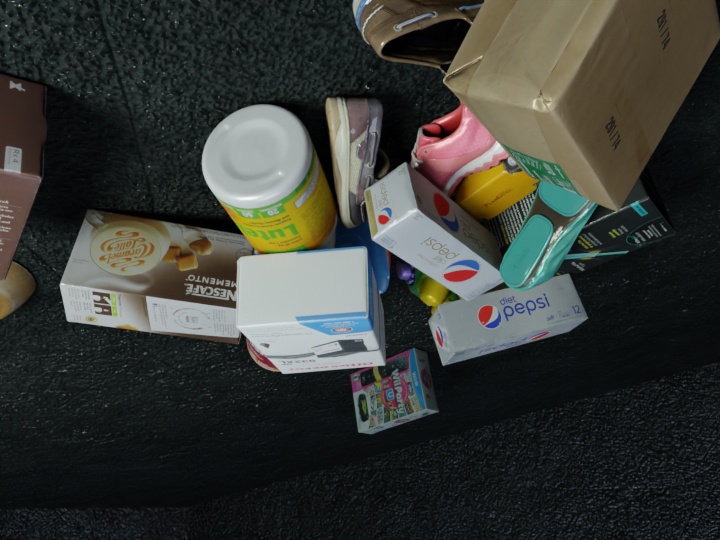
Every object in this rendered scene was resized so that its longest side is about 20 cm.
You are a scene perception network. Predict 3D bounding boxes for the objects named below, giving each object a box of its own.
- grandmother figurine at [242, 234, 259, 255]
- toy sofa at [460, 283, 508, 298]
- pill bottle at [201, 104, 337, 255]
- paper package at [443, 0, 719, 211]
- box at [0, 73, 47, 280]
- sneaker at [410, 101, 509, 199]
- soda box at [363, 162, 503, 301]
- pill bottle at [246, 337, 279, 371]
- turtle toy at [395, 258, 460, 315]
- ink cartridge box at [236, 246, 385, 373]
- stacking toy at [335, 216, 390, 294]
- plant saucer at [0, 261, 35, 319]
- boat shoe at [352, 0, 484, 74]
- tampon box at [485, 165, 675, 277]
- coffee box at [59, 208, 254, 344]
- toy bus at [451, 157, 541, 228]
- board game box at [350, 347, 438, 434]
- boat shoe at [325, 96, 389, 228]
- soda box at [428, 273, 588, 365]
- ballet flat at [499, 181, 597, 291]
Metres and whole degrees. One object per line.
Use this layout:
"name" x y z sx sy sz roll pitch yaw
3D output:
"grandmother figurine" -0.184 -0.013 0.836 0.198 0.061 0.121 -24 161 30
"toy sofa" 0.217 0.038 1.086 0.096 0.084 0.201 -8 155 -4
"pill bottle" -0.086 -0.076 0.679 0.109 0.113 0.200 -13 155 4
"paper package" 0.185 -0.175 0.499 0.199 0.103 0.192 24 98 -52
"box" -0.348 -0.079 0.574 0.074 0.102 0.199 9 148 -37
"sneaker" 0.085 -0.131 0.712 0.086 0.075 0.200 23 136 -31
"soda box" 0.090 -0.037 0.707 0.063 0.069 0.199 -30 141 27
"pill bottle" -0.127 0.077 0.984 0.111 0.115 0.201 -6 154 -12
"turtle toy" 0.101 -0.025 0.862 0.100 0.147 0.200 22 169 27
"ink cartridge box" -0.049 0.055 0.736 0.143 0.085 0.200 -6 157 6
"stacking toy" 0.000 0.000 0.912 0.108 0.118 0.200 -12 167 8
"plant saucer" -0.532 0.031 0.802 0.197 0.036 0.201 -9 155 -4
"boat shoe" 0.093 -0.203 0.536 0.197 0.073 0.072 -6 154 -14
"tampon box" 0.271 -0.081 0.806 0.198 0.128 0.149 -26 153 30
"coffee box" -0.231 0.009 0.733 0.197 0.116 0.080 10 141 -11
"toy bus" 0.166 -0.120 0.730 0.064 0.079 0.199 15 144 -35
"board game box" 0.077 0.289 1.476 0.198 0.150 0.064 -27 149 29
"boat shoe" 0.001 -0.114 0.689 0.064 0.073 0.201 -6 149 1
"soda box" 0.196 0.065 0.833 0.197 0.069 0.064 -13 159 -13
"ballet flat" 0.224 -0.065 0.691 0.070 0.067 0.202 -6 132 -46
